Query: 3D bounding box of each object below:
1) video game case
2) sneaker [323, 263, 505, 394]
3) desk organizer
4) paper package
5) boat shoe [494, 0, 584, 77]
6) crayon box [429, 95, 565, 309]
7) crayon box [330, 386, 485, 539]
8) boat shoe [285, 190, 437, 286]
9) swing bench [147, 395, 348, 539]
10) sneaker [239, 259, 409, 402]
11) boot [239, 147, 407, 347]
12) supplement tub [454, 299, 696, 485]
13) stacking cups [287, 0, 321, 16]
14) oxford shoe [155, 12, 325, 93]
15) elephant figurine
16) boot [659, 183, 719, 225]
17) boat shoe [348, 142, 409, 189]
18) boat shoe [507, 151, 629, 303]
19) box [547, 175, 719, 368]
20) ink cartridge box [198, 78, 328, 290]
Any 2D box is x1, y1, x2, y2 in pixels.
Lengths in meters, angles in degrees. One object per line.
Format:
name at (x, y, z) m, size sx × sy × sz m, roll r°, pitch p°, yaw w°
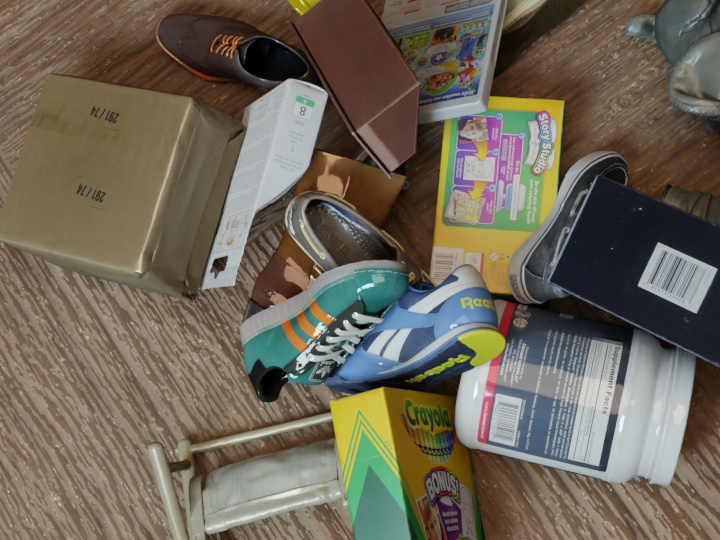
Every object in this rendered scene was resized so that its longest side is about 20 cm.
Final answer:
video game case at (0.075, -0.231, 1.250) m, size 0.142 × 0.018 × 0.202 m, roll -6°, pitch 57°, yaw 33°
sneaker at (0.045, 0.060, 1.133) m, size 0.199 × 0.074 × 0.083 m, roll -26°, pitch 61°, yaw 38°
desk organizer at (0.007, -0.188, 1.209) m, size 0.077 × 0.072 × 0.201 m, roll -36°, pitch 45°, yaw 9°
paper package at (-0.238, -0.086, 1.263) m, size 0.198 × 0.103 × 0.192 m, roll 11°, pitch 80°, yaw 30°
boat shoe at (0.138, -0.253, 1.280) m, size 0.199 × 0.072 × 0.065 m, roll -37°, pitch 64°, yaw 1°
crayon box at (0.136, -0.069, 1.247) m, size 0.117 × 0.058 × 0.202 m, roll 5°, pitch 80°, yaw 10°
crayon box at (0.050, 0.199, 1.133) m, size 0.058 × 0.200 × 0.174 m, roll -14°, pitch 77°, yaw 20°
boat shoe at (0.014, 0.001, 1.169) m, size 0.200 × 0.060 × 0.072 m, roll 43°, pitch 82°, yaw -7°
swing bench at (-0.074, 0.237, 1.189) m, size 0.197 × 0.130 × 0.202 m, roll -14°, pitch 82°, yaw 6°
sneaker at (-0.028, 0.057, 1.121) m, size 0.199 × 0.071 × 0.081 m, roll -30°, pitch 62°, yaw 39°
boot at (0.000, 0.000, 1.229) m, size 0.187 × 0.068 × 0.202 m, roll 23°, pitch 92°, yaw 4°
supplement tub at (0.195, 0.113, 1.159) m, size 0.198 × 0.140 × 0.142 m, roll 12°, pitch 81°, yaw 11°
stacking cups at (0.005, -0.344, 1.321) m, size 0.200 × 0.061 × 0.060 m, roll -45°, pitch 76°, yaw -1°
oxford shoe at (-0.127, -0.231, 1.314) m, size 0.198 × 0.073 × 0.072 m, roll 19°, pitch 83°, yaw 13°
elephant figurine at (0.354, -0.183, 1.190) m, size 0.140 × 0.155 × 0.202 m, roll 1°, pitch 69°, yaw -13°
boot at (0.341, 0.017, 1.204) m, size 0.129 × 0.068 × 0.202 m, roll -1°, pitch 77°, yaw 20°
boat shoe at (0.016, -0.096, 1.278) m, size 0.063 × 0.073 × 0.201 m, roll 36°, pitch 86°, yaw -13°
boat shoe at (0.213, -0.044, 1.185) m, size 0.200 × 0.067 × 0.072 m, roll -46°, pitch 117°, yaw -34°
box at (0.294, 0.016, 1.092) m, size 0.199 × 0.182 × 0.105 m, roll 28°, pitch 95°, yaw 29°
ink cartridge box at (-0.099, -0.074, 1.235) m, size 0.050 × 0.161 × 0.202 m, roll 16°, pitch 82°, yaw -19°
